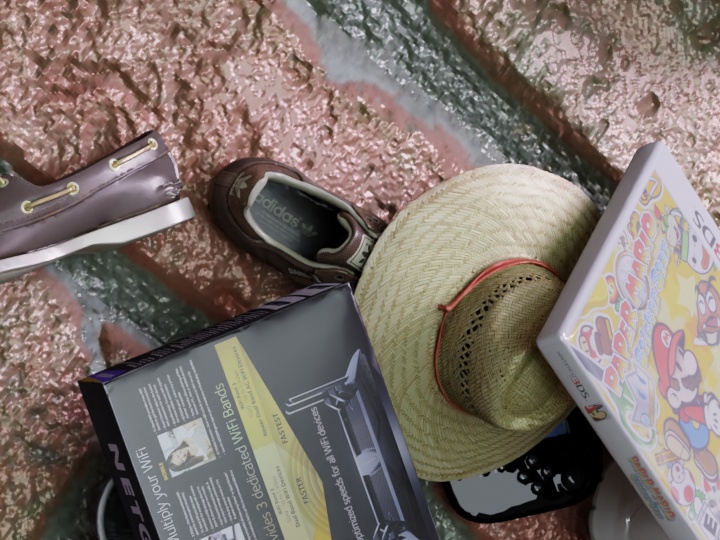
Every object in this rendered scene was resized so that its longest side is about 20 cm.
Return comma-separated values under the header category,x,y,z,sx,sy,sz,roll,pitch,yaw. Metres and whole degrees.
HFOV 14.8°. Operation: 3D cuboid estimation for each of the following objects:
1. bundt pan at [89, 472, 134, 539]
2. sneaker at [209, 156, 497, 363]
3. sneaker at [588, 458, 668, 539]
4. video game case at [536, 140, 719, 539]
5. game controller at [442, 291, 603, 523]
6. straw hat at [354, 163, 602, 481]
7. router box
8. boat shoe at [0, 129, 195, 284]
category,x,y,z,sx,sy,sz,roll,pitch,yaw
bundt pan,-0.073,0.160,1.613,0.202,0.076,0.202,0,89,-24
sneaker,0.000,0.000,1.635,0.200,0.076,0.070,28,88,-10
sneaker,0.208,0.096,1.718,0.075,0.087,0.200,24,76,-55
video game case,0.188,0.049,1.632,0.182,0.023,0.200,55,40,-20
game controller,0.086,0.053,1.703,0.104,0.042,0.200,-12,93,-23
straw hat,0.091,0.045,1.614,0.201,0.085,0.201,-9,111,-24
router box,-0.050,0.126,1.554,0.157,0.052,0.200,-21,97,-22
boat shoe,-0.191,-0.028,1.572,0.200,0.072,0.060,-19,90,-26
